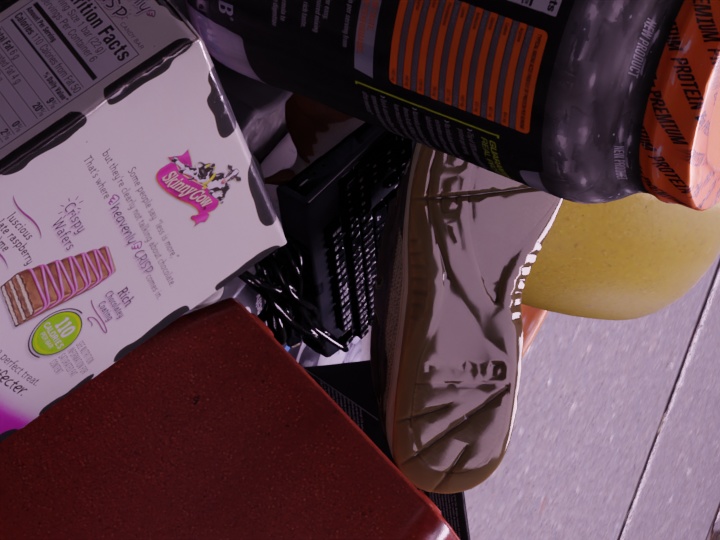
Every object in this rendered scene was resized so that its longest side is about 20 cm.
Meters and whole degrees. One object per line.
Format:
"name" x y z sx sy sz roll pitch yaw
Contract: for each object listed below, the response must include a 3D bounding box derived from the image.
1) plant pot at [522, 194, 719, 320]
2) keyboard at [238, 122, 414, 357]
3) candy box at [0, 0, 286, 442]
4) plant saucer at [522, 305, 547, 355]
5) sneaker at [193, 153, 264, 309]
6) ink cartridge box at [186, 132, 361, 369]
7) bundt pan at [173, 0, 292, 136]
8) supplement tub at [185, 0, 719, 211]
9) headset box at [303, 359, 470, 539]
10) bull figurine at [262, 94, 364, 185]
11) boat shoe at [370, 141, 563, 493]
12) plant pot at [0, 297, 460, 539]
"plant pot" 0.075 -0.072 1.200 0.141 0.200 0.201 -2 116 -38
"keyboard" 0.000 0.000 1.049 0.104 0.040 0.200 -38 162 -11
"candy box" -0.133 -0.005 0.816 0.200 0.061 0.137 -34 150 -9
"plant saucer" 0.078 -0.013 1.425 0.200 0.037 0.201 -48 150 -39
"sneaker" -0.080 -0.014 1.003 0.200 0.080 0.071 -24 131 -66
"ink cartridge box" -0.063 0.059 1.162 0.200 0.043 0.199 -48 152 -38
"bundt pan" -0.064 -0.150 0.915 0.202 0.076 0.202 -48 151 -38
"supplement tub" 0.048 -0.100 0.855 0.123 0.199 0.123 -50 153 -37
"headset box" 0.018 0.158 1.208 0.200 0.075 0.149 85 -1 -55
"bull figurine" 0.004 -0.113 1.056 0.065 0.121 0.201 -1 97 -27
"boat shoe" 0.037 -0.012 0.991 0.071 0.066 0.202 5 99 -26
"plant pot" -0.058 0.132 0.969 0.176 0.200 0.200 -43 155 -5
